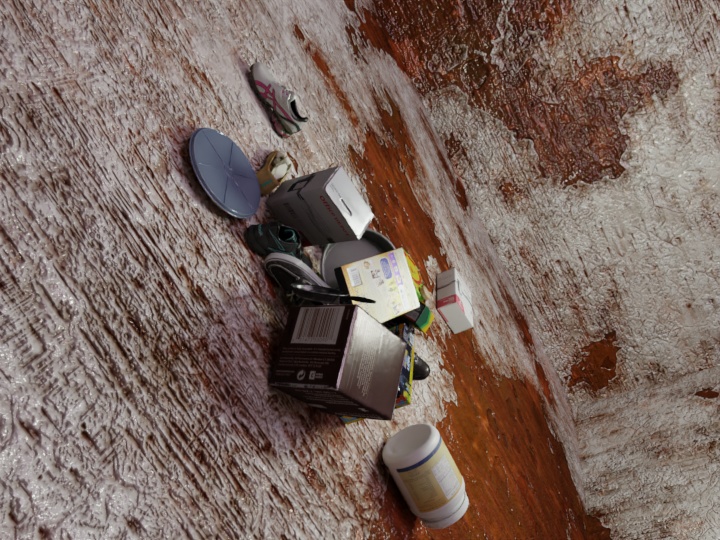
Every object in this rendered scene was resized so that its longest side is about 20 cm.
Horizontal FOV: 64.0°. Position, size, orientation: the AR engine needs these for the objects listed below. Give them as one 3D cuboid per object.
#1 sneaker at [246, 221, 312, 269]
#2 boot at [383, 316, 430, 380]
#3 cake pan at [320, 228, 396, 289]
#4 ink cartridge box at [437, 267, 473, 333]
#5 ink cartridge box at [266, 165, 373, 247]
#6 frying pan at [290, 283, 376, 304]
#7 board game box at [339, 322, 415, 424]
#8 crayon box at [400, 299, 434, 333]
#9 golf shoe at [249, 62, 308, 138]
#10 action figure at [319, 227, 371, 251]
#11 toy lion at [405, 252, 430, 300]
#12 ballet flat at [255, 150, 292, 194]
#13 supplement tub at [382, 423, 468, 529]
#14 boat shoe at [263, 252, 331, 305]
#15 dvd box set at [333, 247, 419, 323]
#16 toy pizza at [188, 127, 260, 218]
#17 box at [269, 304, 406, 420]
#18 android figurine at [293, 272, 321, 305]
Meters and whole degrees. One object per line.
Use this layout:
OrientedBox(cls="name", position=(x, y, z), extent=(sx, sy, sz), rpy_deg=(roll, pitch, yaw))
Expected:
OrientedBox(cls="sneaker", position=(-0.154, -0.043, 1.233), extent=(0.200, 0.079, 0.076), rpy_deg=(37, 37, -51))
OrientedBox(cls="boot", position=(0.102, 0.182, 1.410), extent=(0.199, 0.174, 0.069), rpy_deg=(33, 60, 6))
OrientedBox(cls="cake pan", position=(0.000, 0.000, 1.340), extent=(0.037, 0.199, 0.201), rpy_deg=(137, -65, -68))
OrientedBox(cls="ink cartridge box", position=(0.353, 0.111, 2.158), extent=(0.146, 0.084, 0.201), rpy_deg=(53, 26, -29))
OrientedBox(cls="ink cartridge box", position=(-0.090, -0.138, 1.286), extent=(0.146, 0.199, 0.084), rpy_deg=(54, 52, -28))
OrientedBox(cls="frying pan", position=(-0.046, 0.050, 1.108), extent=(0.115, 0.189, 0.031), rpy_deg=(-2, 103, -72))
OrientedBox(cls="board game box", position=(0.035, 0.226, 1.278), extent=(0.057, 0.165, 0.201), rpy_deg=(53, 27, -28))
OrientedBox(cls="crayon box", position=(0.080, 0.077, 1.451), extent=(0.199, 0.058, 0.173), rpy_deg=(30, -7, 19))
OrientedBox(cls="golf shoe", position=(-0.206, -0.446, 1.472), extent=(0.201, 0.092, 0.073), rpy_deg=(60, 26, -11))
OrientedBox(cls="action figure", position=(-0.017, -0.092, 1.499), extent=(0.200, 0.149, 0.135), rpy_deg=(-25, 85, -53))
OrientedBox(cls="toy lion", position=(0.145, 0.007, 1.853), extent=(0.200, 0.068, 0.193), rpy_deg=(35, 32, -50))
OrientedBox(cls="ballet flat", position=(-0.191, -0.236, 1.348), extent=(0.069, 0.063, 0.200), rpy_deg=(54, 26, -25))
OrientedBox(cls="supplement tub", position=(0.153, 0.474, 1.330), extent=(0.201, 0.144, 0.144), rpy_deg=(62, 24, -10))
OrientedBox(cls="boat shoe", position=(-0.119, 0.039, 1.194), extent=(0.200, 0.071, 0.064), rpy_deg=(36, 38, -11))
OrientedBox(cls="dvd box set", position=(0.040, 0.040, 1.268), extent=(0.199, 0.029, 0.147), rpy_deg=(-19, 92, -43))
OrientedBox(cls="toy pizza", position=(-0.277, -0.194, 1.167), extent=(0.200, 0.032, 0.201), rpy_deg=(46, 30, -37))
OrientedBox(cls="box", position=(-0.038, 0.179, 1.119), extent=(0.200, 0.165, 0.165), rpy_deg=(41, 54, -45))
OrientedBox(cls="android figurine", position=(-0.085, 0.106, 1.289), extent=(0.182, 0.041, 0.201), rpy_deg=(43, 32, -43))
